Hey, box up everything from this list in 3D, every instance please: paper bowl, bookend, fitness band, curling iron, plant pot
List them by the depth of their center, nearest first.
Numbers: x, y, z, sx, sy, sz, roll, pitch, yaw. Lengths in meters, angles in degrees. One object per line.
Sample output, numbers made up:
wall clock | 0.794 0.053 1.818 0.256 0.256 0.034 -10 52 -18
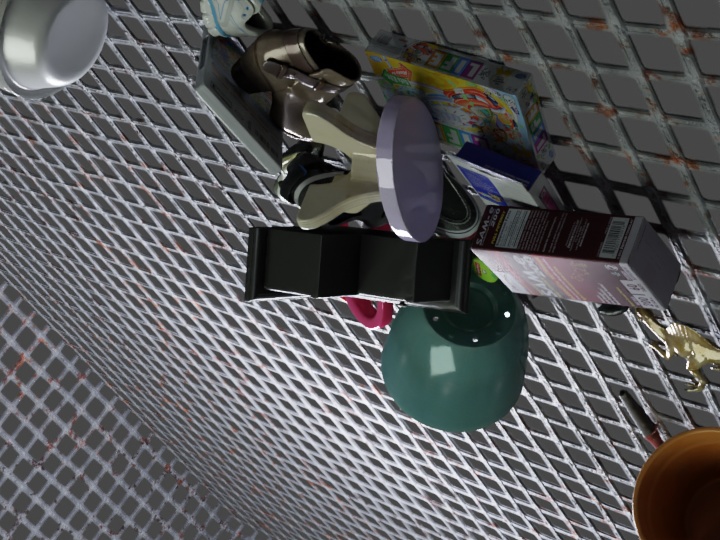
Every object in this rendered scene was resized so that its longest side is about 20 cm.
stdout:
bookend | 0.000 0.000 1.761 0.199 0.093 0.198 7 -174 34
paper bowl | -0.405 -0.318 1.879 0.104 0.201 0.201 25 157 22
plant pot | 0.471 0.319 1.900 0.200 0.201 0.140 21 171 34
plant pot | 0.133 0.089 1.923 0.200 0.201 0.161 31 150 13
fitness band | 0.003 -0.018 1.974 0.143 0.037 0.201 10 116 62
curling iron | 0.404 0.228 2.009 0.200 0.025 0.050 55 -171 -33

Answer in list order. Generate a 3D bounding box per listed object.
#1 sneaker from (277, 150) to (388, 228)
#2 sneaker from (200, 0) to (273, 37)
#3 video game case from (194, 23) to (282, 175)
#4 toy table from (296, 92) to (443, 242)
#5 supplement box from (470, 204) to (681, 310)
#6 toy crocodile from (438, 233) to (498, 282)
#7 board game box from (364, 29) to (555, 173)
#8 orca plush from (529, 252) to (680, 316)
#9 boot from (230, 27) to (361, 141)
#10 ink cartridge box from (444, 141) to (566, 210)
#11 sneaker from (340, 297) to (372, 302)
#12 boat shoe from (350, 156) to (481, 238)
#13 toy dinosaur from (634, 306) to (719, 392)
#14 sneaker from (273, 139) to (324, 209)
sneaker | -0.025 -0.111 1.828 0.112 0.073 0.200 37 -159 24
sneaker | -0.149 -0.332 1.652 0.086 0.075 0.200 18 162 25
video game case | -0.144 -0.213 1.768 0.143 0.018 0.200 47 -160 -25
toy table | 0.012 -0.116 1.620 0.117 0.184 0.201 9 138 21
supplement box | 0.233 -0.015 1.583 0.199 0.061 0.109 7 156 40
toy crocodile | 0.141 -0.030 1.827 0.200 0.068 0.062 0 132 54
board game box | 0.110 -0.184 1.592 0.199 0.034 0.135 22 155 33
orca plush | 0.283 0.004 1.665 0.199 0.106 0.071 -18 167 38
boot | -0.054 -0.220 1.735 0.146 0.071 0.200 -12 150 44
ink cartridge box | 0.163 -0.096 1.607 0.094 0.037 0.200 24 177 22
sneaker | -0.009 0.010 2.116 0.077 0.085 0.200 45 157 -18
boat shoe | 0.065 -0.115 1.755 0.199 0.074 0.068 45 174 4
toy dinosaur | 0.399 0.096 1.702 0.199 0.058 0.101 22 154 33
sneaker | -0.061 -0.120 1.924 0.089 0.077 0.200 48 169 9
